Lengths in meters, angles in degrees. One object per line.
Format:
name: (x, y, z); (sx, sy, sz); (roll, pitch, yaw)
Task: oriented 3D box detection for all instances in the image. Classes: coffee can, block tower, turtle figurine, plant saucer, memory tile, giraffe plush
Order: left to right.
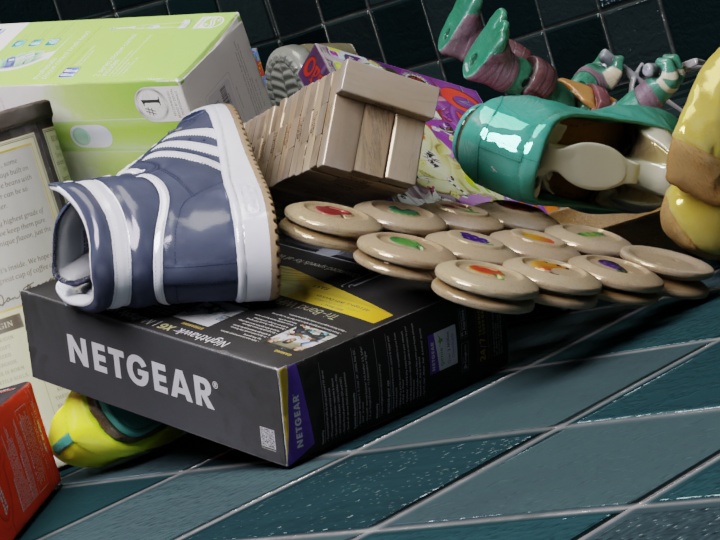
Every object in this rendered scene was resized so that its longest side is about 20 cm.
coffee can: (-0.222, 0.017, 1.261); (0.146, 0.200, 0.146); (-17, 5, 2)
block tower: (-0.024, -0.061, 1.179); (0.054, 0.058, 0.200); (14, -14, -19)
memory tile: (0.072, -0.011, 1.095); (0.153, 0.017, 0.200); (22, 16, 39)
turtle figurine: (0.151, -0.110, 1.388); (0.200, 0.101, 0.150); (24, -4, -22)
plant saucer: (0.153, -0.020, 1.351); (0.200, 0.035, 0.200); (-16, 6, 2)
giraffe plush: (0.268, -0.085, 1.168); (0.162, 0.200, 0.173); (19, 2, 14)

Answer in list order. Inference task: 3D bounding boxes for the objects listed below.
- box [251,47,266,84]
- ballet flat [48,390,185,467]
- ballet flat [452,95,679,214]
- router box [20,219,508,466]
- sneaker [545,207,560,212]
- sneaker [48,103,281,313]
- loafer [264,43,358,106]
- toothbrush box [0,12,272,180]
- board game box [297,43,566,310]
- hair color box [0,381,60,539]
box: (-0.148, -0.035, 1.563); (0.193, 0.200, 0.122); (-21, 6, -42)
ballet flat: (-0.101, 0.061, 1.212); (0.067, 0.067, 0.200); (-40, -8, 38)
ballet flat: (0.137, -0.058, 1.217); (0.200, 0.067, 0.070); (2, 21, -46)
router box: (-0.050, 0.029, 1.104); (0.157, 0.052, 0.200); (-21, 25, -40)
sneaker: (0.117, -0.048, 1.629); (0.092, 0.076, 0.200); (-11, 8, -32)
sneaker: (-0.109, -0.035, 1.113); (0.108, 0.070, 0.200); (-6, 22, -10)
loafer: (-0.008, -0.072, 1.536); (0.070, 0.200, 0.075); (-26, 29, -28)
toothbrush box: (-0.155, -0.076, 1.355); (0.200, 0.146, 0.086); (2, 36, 29)
board game box: (0.044, -0.057, 1.261); (0.120, 0.032, 0.200); (18, 29, -31)
hair color box: (-0.216, 0.109, 1.053); (0.101, 0.061, 0.200); (-16, 6, 3)
